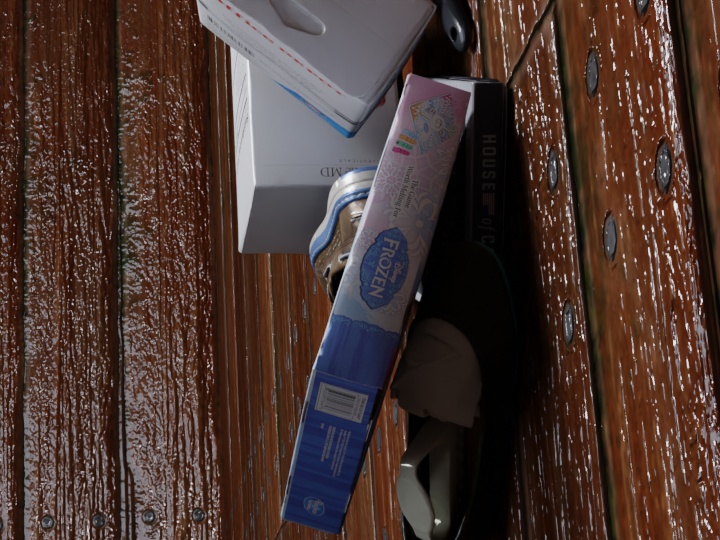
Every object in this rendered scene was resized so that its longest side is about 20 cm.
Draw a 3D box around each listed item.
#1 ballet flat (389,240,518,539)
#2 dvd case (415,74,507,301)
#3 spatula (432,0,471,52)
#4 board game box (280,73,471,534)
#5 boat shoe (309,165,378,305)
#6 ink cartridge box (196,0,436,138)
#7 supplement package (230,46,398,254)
[{"bbox_3d":[0.052,0.085,1.036,0.068,0.068,0.202,16,118,35],"label":"ballet flat"},{"bbox_3d":[0.058,-0.046,1.144,0.200,0.024,0.152,-142,51,-79],"label":"dvd case"},{"bbox_3d":[0.049,-0.209,1.202,0.201,0.020,0.057,-100,18,-45],"label":"spatula"},{"bbox_3d":[0.007,0.024,1.061,0.201,0.043,0.201,104,-178,-60],"label":"board game box"},{"bbox_3d":[0.000,0.000,1.316,0.200,0.071,0.073,91,175,-66],"label":"boat shoe"},{"bbox_3d":[-0.035,-0.174,1.242,0.086,0.146,0.200,-52,2,-5],"label":"ink cartridge box"},{"bbox_3d":[-0.036,-0.127,1.423,0.120,0.120,0.202,110,157,-64],"label":"supplement package"}]
